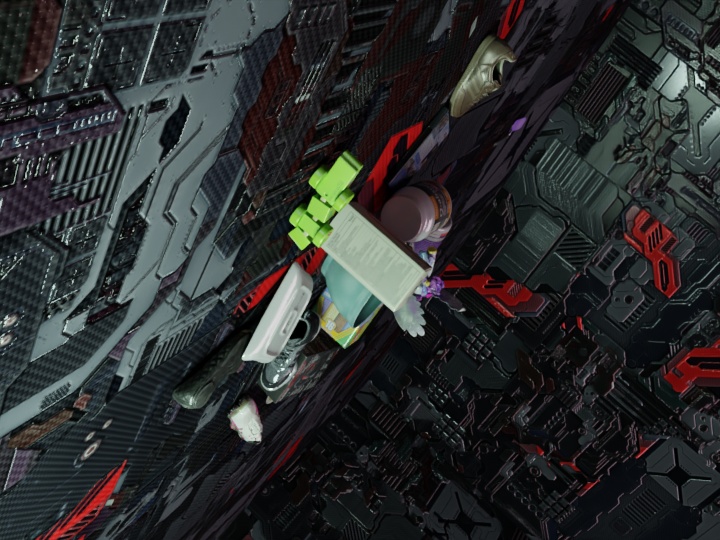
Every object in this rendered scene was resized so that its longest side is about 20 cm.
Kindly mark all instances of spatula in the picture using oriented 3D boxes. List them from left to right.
[{"bbox_3d":[0.481,-0.446,2.485,0.200,0.020,0.057,-42,168,-40],"label":"spatula"}]

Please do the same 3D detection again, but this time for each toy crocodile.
[{"bbox_3d":[-0.056,-0.106,1.200,0.202,0.067,0.062,-56,173,36],"label":"toy crocodile"}]

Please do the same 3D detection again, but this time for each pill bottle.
[{"bbox_3d":[0.120,-0.127,1.656,0.117,0.116,0.199,-55,170,24],"label":"pill bottle"},{"bbox_3d":[0.159,-0.082,2.085,0.111,0.111,0.202,-38,163,-49],"label":"pill bottle"}]

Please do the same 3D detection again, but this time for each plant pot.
[{"bbox_3d":[0.000,0.000,1.611,0.201,0.133,0.201,-48,169,-13],"label":"plant pot"}]

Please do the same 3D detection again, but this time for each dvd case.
[{"bbox_3d":[0.123,-0.246,1.625,0.201,0.017,0.143,-51,169,-1],"label":"dvd case"}]

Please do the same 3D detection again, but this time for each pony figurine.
[{"bbox_3d":[0.131,0.032,1.739,0.163,0.193,0.205,-18,126,-24],"label":"pony figurine"}]

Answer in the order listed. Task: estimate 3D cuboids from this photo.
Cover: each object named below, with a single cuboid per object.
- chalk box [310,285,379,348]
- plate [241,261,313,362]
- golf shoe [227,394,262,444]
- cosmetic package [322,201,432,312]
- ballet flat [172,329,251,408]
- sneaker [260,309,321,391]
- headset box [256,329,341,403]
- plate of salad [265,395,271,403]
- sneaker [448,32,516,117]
[{"bbox_3d":[-0.009,0.057,1.795,0.202,0.123,0.124,-54,170,15],"label":"chalk box"},{"bbox_3d":[-0.148,0.091,1.471,0.203,0.032,0.200,-62,171,-5],"label":"plate"},{"bbox_3d":[-0.263,0.357,1.818,0.073,0.092,0.201,-44,167,-20],"label":"golf shoe"},{"bbox_3d":[0.028,-0.029,1.456,0.104,0.199,0.087,-50,171,14],"label":"cosmetic package"},{"bbox_3d":[-0.255,0.165,1.352,0.200,0.056,0.068,-49,150,-47],"label":"ballet flat"},{"bbox_3d":[-0.162,0.169,1.669,0.202,0.075,0.114,-56,170,-5],"label":"sneaker"},{"bbox_3d":[-0.151,0.227,1.849,0.150,0.075,0.199,-55,161,19],"label":"headset box"},{"bbox_3d":[-0.179,0.283,2.047,0.201,0.048,0.200,-49,170,-11],"label":"plate of salad"},{"bbox_3d":[0.242,-0.374,1.543,0.070,0.075,0.202,-42,166,-39],"label":"sneaker"}]
